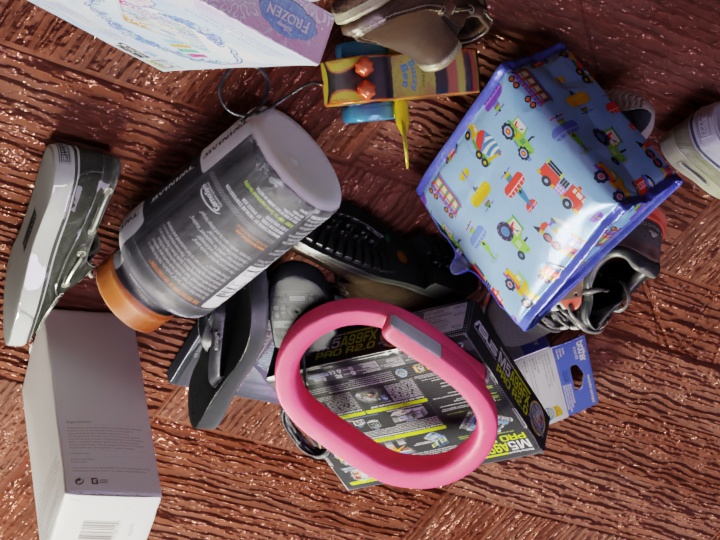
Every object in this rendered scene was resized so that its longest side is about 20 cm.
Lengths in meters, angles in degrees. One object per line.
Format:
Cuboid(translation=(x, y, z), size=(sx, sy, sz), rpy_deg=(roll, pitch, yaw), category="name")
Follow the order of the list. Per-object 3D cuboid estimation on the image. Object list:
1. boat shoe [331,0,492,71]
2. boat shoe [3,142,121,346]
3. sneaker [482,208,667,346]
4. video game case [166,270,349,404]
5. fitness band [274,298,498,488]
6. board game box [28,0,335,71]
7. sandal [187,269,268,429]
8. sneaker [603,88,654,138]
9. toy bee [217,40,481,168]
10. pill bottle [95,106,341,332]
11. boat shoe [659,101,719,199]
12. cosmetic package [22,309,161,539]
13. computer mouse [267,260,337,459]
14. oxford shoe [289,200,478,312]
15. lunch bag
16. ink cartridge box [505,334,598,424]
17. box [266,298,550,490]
Cuboid(translation=(0.048, -0.182, 1.539), size=(0.075, 0.075, 0.202), rpy_deg=(-25, -178, 29), category="boat shoe")
Cuboid(translation=(-0.241, -0.013, 1.715), size=(0.064, 0.071, 0.200), rpy_deg=(8, 131, -22), category="boat shoe")
Cuboid(translation=(0.172, 0.019, 1.760), size=(0.077, 0.082, 0.200), rpy_deg=(24, 136, -26), category="sneaker")
Cuboid(translation=(-0.053, 0.066, 1.893), size=(0.200, 0.019, 0.143), rpy_deg=(12, 130, -28), category="video game case")
Cuboid(translation=(0.022, 0.104, 1.780), size=(0.200, 0.037, 0.144), rpy_deg=(37, 121, -18), category="fitness band")
Cuboid(translation=(-0.154, -0.198, 1.480), size=(0.200, 0.199, 0.043), rpy_deg=(26, 78, -36), category="board game box")
Cuboid(translation=(-0.119, 0.064, 1.803), size=(0.043, 0.076, 0.200), rpy_deg=(7, 133, -20), category="sandal")
Cuboid(translation=(0.197, -0.066, 1.787), size=(0.129, 0.080, 0.199), rpy_deg=(24, 125, -36), category="sneaker")
Cuboid(translation=(0.012, -0.137, 1.619), size=(0.200, 0.109, 0.131), rpy_deg=(-29, 101, -17), category="toy bee")
Cuboid(translation=(-0.120, -0.033, 1.705), size=(0.200, 0.106, 0.106), rpy_deg=(-38, 133, 22), category="pill bottle")
Cuboid(translation=(0.334, -0.083, 1.832), size=(0.062, 0.072, 0.200), rpy_deg=(-18, 140, 40), category="boat shoe")
Cuboid(translation=(-0.228, 0.140, 1.783), size=(0.085, 0.200, 0.108), rpy_deg=(4, 136, -18), category="cosmetic package")
Cuboid(translation=(-0.045, 0.074, 1.804), size=(0.058, 0.034, 0.200), rpy_deg=(1, 123, 7), category="computer mouse")
Cuboid(translation=(0.000, 0.000, 1.803), size=(0.200, 0.073, 0.084), rpy_deg=(25, 132, -32), category="oxford shoe")
Cuboid(translation=(0.130, -0.055, 1.701), size=(0.094, 0.151, 0.200), rpy_deg=(-24, 160, -48), category="lunch bag")
Cuboid(translation=(0.117, 0.116, 1.971), size=(0.200, 0.042, 0.119), rpy_deg=(-20, 140, 0), category="ink cartridge box")
Cuboid(translation=(0.042, 0.111, 1.859), size=(0.200, 0.044, 0.160), rpy_deg=(-14, 130, 27), category="box")
